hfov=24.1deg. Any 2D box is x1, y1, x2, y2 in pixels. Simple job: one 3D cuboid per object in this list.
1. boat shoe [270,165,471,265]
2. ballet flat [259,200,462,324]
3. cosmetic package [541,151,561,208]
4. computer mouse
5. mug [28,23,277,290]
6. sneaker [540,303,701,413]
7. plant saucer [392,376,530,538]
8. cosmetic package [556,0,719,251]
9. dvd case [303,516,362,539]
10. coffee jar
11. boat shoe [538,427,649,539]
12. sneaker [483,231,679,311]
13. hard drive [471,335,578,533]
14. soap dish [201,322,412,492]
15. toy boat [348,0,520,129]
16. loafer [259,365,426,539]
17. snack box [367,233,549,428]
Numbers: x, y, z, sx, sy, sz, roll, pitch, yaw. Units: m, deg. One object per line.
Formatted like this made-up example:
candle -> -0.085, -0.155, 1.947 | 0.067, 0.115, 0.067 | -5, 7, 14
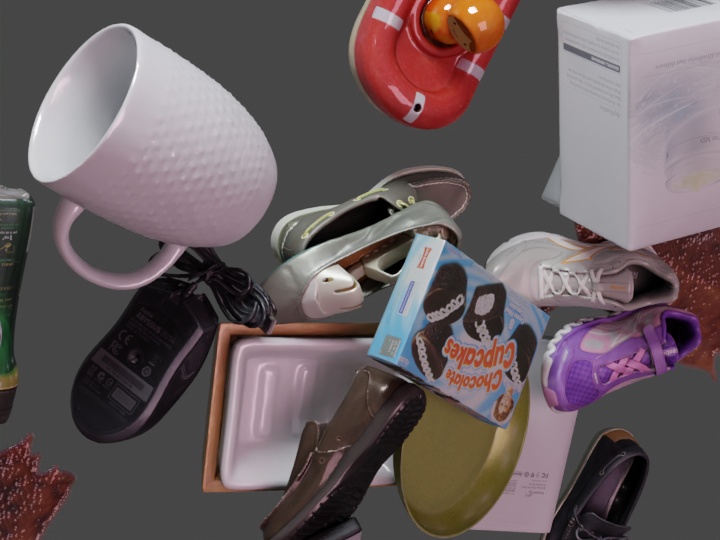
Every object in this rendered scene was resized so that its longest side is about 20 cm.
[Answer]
boat shoe -> 0.019, -0.043, 1.553 | 0.202, 0.060, 0.072 | -19, 111, -20
ballet flat -> 0.000, 0.000, 1.486 | 0.200, 0.064, 0.067 | -27, 130, -15
cosmetic package -> 0.269, -0.137, 1.642 | 0.101, 0.071, 0.200 | 23, 92, -29
computer mouse -> -0.170, 0.070, 1.474 | 0.200, 0.138, 0.053 | -50, 154, 0
mug -> -0.176, -0.077, 1.407 | 0.175, 0.148, 0.200 | 31, 94, -34
sneaker -> 0.262, 0.081, 1.660 | 0.200, 0.088, 0.081 | -27, 115, -35
plant saucer -> 0.090, 0.151, 1.590 | 0.200, 0.031, 0.200 | -21, 118, -46
cosmetic package -> 0.293, -0.145, 1.533 | 0.199, 0.123, 0.200 | -15, 117, -23
dvd case -> -0.070, 0.303, 1.552 | 0.143, 0.018, 0.200 | -23, 152, -19
coffee jar -> -0.330, 0.029, 1.391 | 0.104, 0.085, 0.200 | 3, 101, -28
boat shoe -> 0.239, 0.260, 1.734 | 0.075, 0.062, 0.200 | 22, 94, -30
sneaker -> 0.218, 0.005, 1.639 | 0.200, 0.092, 0.076 | -5, 106, -18
hard drive -> 0.152, 0.162, 1.687 | 0.132, 0.026, 0.200 | 7, 99, -27
soap dish -> -0.050, 0.120, 1.550 | 0.200, 0.081, 0.158 | 1, 102, -25
toy boat -> 0.081, -0.220, 1.499 | 0.130, 0.131, 0.200 | 26, 91, -28
loafer -> -0.024, 0.167, 1.499 | 0.200, 0.071, 0.073 | -50, 152, 3
snack box -> 0.092, 0.058, 1.507 | 0.200, 0.037, 0.116 | 32, 77, -51
